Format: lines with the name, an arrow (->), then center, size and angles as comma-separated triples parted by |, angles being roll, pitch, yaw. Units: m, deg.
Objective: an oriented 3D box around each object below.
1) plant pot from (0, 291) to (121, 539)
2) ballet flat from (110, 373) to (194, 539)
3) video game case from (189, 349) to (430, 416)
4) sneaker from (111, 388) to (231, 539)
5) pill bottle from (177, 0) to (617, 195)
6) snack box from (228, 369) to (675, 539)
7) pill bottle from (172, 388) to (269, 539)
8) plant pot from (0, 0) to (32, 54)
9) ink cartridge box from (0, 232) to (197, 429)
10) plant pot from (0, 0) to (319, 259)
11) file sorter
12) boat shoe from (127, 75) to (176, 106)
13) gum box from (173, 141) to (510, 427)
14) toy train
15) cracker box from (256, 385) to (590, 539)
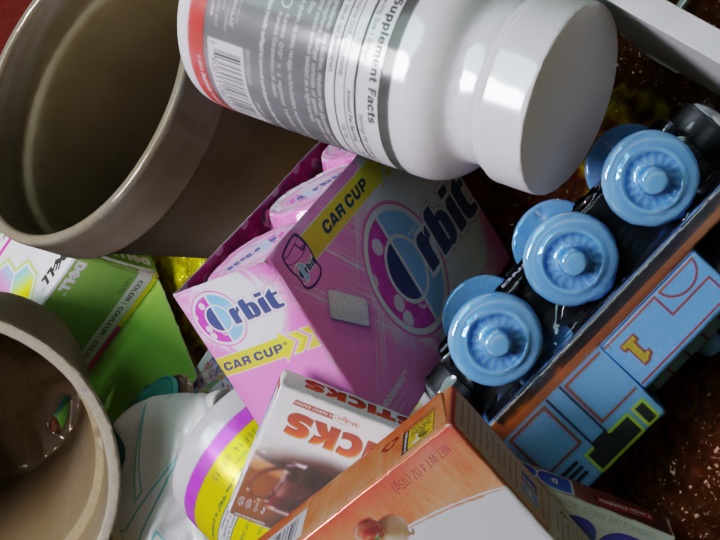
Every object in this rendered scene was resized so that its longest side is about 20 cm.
plant pot -> -0.242, 0.097, 0.923 | 0.201, 0.200, 0.184 | -59, 11, 9
ballet flat -> -0.158, 0.145, 0.991 | 0.200, 0.065, 0.071 | -42, 26, 25
video game case -> -0.034, 0.091, 0.927 | 0.143, 0.018, 0.200 | -55, 46, 13
sneaker -> -0.110, 0.171, 0.906 | 0.080, 0.070, 0.201 | -1, 85, 24
pill bottle -> 0.018, -0.112, 0.747 | 0.200, 0.116, 0.116 | 22, 90, 28
snack box -> 0.043, 0.116, 0.716 | 0.024, 0.200, 0.072 | -82, 15, -73
pill bottle -> -0.002, 0.149, 0.799 | 0.200, 0.104, 0.104 | 40, 103, 29
plant pot -> -0.244, -0.199, 1.123 | 0.200, 0.176, 0.200 | -50, 48, 16
ink cartridge box -> -0.206, 0.047, 1.053 | 0.148, 0.076, 0.200 | -51, 44, 21
plant pot -> -0.115, -0.088, 0.961 | 0.200, 0.173, 0.200 | -17, 63, 38
file sorter -> 0.201, -0.142, 0.713 | 0.125, 0.139, 0.200 | -56, 46, 8
boat shoe -> -0.130, -0.140, 1.065 | 0.200, 0.069, 0.057 | -36, 54, 11
gum box -> 0.000, 0.000, 0.800 | 0.066, 0.114, 0.200 | -21, 19, 35
toy train -> 0.125, 0.014, 0.744 | 0.200, 0.114, 0.087 | -47, 6, 6
cracker box -> 0.055, 0.172, 0.684 | 0.134, 0.200, 0.058 | -40, 8, 13
